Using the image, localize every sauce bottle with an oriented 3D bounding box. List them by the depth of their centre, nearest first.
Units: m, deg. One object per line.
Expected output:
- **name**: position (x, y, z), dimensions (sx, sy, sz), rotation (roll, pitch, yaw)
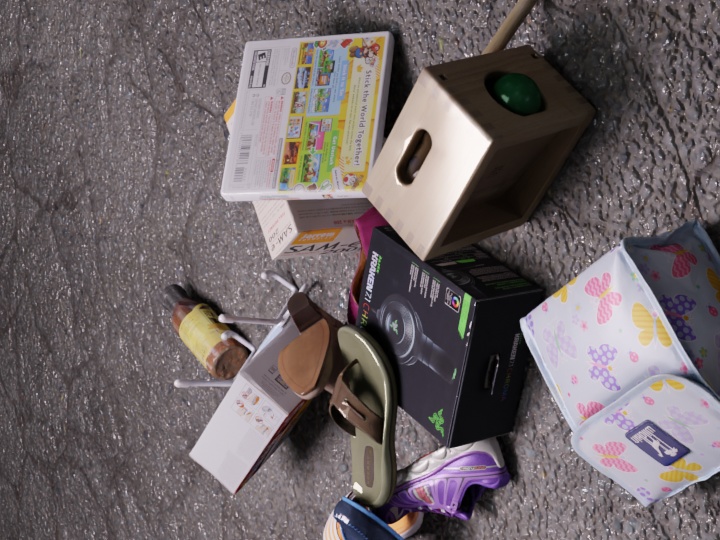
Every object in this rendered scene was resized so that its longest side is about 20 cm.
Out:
- **sauce bottle**: position (-0.234, 0.083, 1.844), dimensions (0.200, 0.066, 0.066), rotation (42, 129, 43)

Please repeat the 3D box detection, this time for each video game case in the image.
- **video game case**: position (-0.059, -0.174, 1.429), dimensions (0.181, 0.023, 0.201), rotation (0, 68, 19)

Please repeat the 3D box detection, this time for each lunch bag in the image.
- **lunch bag**: position (0.252, 0.086, 1.084), dimensions (0.170, 0.127, 0.201), rotation (-44, 67, 52)

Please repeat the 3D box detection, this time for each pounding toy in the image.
- **pounding toy**: position (0.117, -0.146, 1.210), dimensions (0.142, 0.184, 0.200), rotation (49, 134, 23)

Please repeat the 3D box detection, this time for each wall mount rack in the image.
- **wall mount rack**: position (-0.151, 0.087, 1.621), dimensions (0.074, 0.174, 0.200), rotation (35, 116, -1)

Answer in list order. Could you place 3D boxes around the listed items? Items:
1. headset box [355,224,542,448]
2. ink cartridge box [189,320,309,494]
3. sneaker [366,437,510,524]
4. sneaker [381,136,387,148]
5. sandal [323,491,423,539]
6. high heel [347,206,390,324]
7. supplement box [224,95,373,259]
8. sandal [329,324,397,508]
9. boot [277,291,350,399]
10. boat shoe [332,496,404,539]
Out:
- **headset box**: position (0.090, 0.066, 1.341), dimensions (0.200, 0.092, 0.175), rotation (38, 126, 46)
- **ink cartridge box**: position (-0.112, 0.164, 1.636), dimensions (0.084, 0.176, 0.200), rotation (39, 134, 6)
- **sneaker**: position (0.083, 0.244, 1.389), dimensions (0.200, 0.080, 0.084), rotation (-37, 76, 42)
- **sneaker**: position (0.029, -0.114, 1.420), dimensions (0.200, 0.072, 0.072), rotation (24, 113, 50)
- **sandal**: position (0.001, 0.300, 1.527), dimensions (0.207, 0.059, 0.080), rotation (-39, 41, 47)
- **high heel**: position (0.000, 0.000, 1.458), dimensions (0.068, 0.096, 0.201), rotation (55, 137, 34)
- **supplement box**: position (-0.070, -0.120, 1.515), dimensions (0.074, 0.125, 0.201), rotation (-43, 60, 49)
- **sandal**: position (-0.001, 0.159, 1.362), dimensions (0.080, 0.057, 0.202), rotation (-2, 94, 57)
- **boot**: position (-0.031, 0.118, 1.471), dimensions (0.070, 0.146, 0.201), rotation (-26, 34, 14)
- **boat shoe**: position (0.024, 0.327, 1.413), dimensions (0.084, 0.069, 0.200), rotation (25, 158, 51)
